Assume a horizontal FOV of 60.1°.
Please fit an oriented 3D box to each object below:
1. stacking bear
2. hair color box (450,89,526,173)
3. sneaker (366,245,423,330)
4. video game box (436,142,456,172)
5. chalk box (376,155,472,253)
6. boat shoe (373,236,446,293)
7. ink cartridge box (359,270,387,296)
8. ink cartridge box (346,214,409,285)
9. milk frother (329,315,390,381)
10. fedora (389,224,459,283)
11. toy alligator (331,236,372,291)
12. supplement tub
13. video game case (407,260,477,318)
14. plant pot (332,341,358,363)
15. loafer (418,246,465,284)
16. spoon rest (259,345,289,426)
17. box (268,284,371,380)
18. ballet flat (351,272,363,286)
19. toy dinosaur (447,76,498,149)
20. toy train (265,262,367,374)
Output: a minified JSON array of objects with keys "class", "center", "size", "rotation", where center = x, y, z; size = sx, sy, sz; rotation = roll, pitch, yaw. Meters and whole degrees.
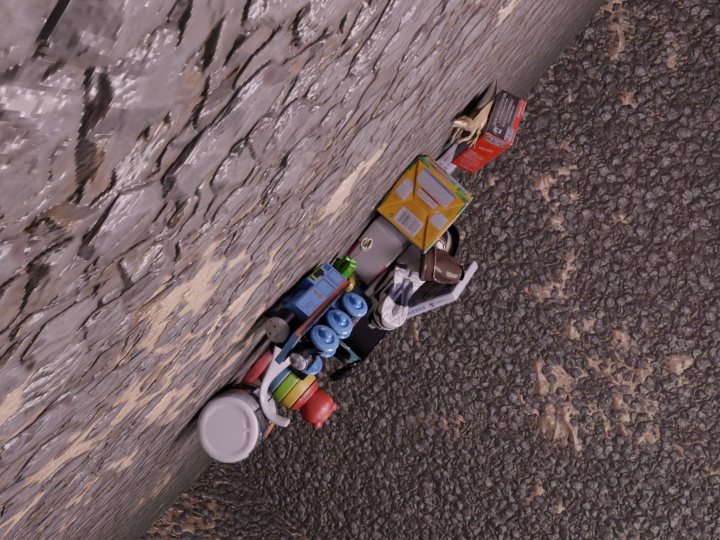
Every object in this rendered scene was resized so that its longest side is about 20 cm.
[{"class":"stacking bear","center":[-0.145,0.261,1.387],"size":[0.121,0.200,0.114],"rotation":[-45,176,-38]},{"class":"hair color box","center":[0.263,-0.285,1.302],"size":[0.200,0.061,0.103],"rotation":[149,-37,-77]},{"class":"sneaker","center":[0.068,0.041,1.307],"size":[0.129,0.079,0.201],"rotation":[-27,-142,58]},{"class":"video game box","center":[0.167,-0.207,1.527],"size":[0.182,0.047,0.200],"rotation":[-43,174,-40]},{"class":"chalk box","center":[0.129,-0.132,1.182],"size":[0.124,0.125,0.200],"rotation":[-49,178,18]},{"class":"boat shoe","center":[0.102,-0.012,1.371],"size":[0.199,0.072,0.076],"rotation":[-40,-167,7]},{"class":"ink cartridge box","center":[-0.016,0.036,1.466],"size":[0.200,0.093,0.038],"rotation":[-43,140,-49]},{"class":"ink cartridge box","center":[0.071,-0.081,1.322],"size":[0.200,0.085,0.148],"rotation":[-47,178,-45]},{"class":"milk frother","center":[-0.050,0.156,1.564],"size":[0.181,0.188,0.200],"rotation":[-50,176,12]},{"class":"fedora","center":[0.137,-0.064,1.490],"size":[0.198,0.092,0.202],"rotation":[-22,-139,20]},{"class":"toy alligator","center":[-0.042,0.006,1.165],"size":[0.201,0.059,0.054],"rotation":[-56,-142,20]},{"class":"supplement tub","center":[-0.231,0.285,1.203],"size":[0.123,0.122,0.200],"rotation":[-48,177,1]},{"class":"video game case","center":[0.159,0.050,1.398],"size":[0.181,0.022,0.200],"rotation":[-24,-171,30]},{"class":"plant pot","center":[-0.018,0.128,1.810],"size":[0.200,0.199,0.197],"rotation":[-44,167,-53]},{"class":"loafer","center":[0.167,-0.011,1.246],"size":[0.200,0.070,0.074],"rotation":[9,85,-68]},{"class":"spoon rest","center":[-0.151,0.183,1.155],"size":[0.099,0.060,0.204],"rotation":[48,48,-85]},{"class":"box","center":[-0.087,0.115,1.300],"size":[0.148,0.107,0.200],"rotation":[-46,176,-36]},{"class":"ballet flat","center":[0.000,0.000,1.396],"size":[0.071,0.071,0.200],"rotation":[-49,174,24]},{"class":"toy dinosaur","center":[0.226,-0.292,1.198],"size":[0.200,0.058,0.101],"rotation":[-46,175,-41]},{"class":"toy train","center":[-0.071,0.074,0.963],"size":[0.087,0.114,0.200],"rotation":[-54,175,35]}]
